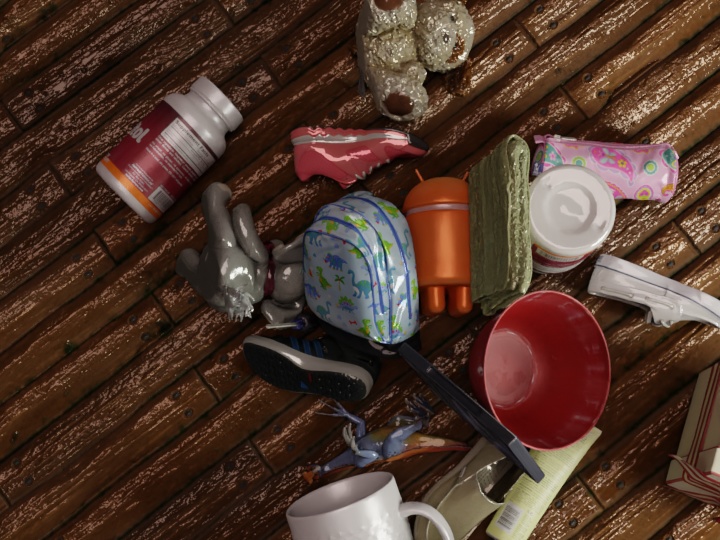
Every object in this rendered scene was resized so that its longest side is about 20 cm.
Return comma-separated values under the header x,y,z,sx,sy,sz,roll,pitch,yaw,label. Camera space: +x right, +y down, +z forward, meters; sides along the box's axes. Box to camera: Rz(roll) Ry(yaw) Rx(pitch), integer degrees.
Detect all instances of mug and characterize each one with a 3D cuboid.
x,y,z,sx,sy,sz,roll,pitch,yaw,label
0.023,0.360,1.186,0.198,0.148,0.177,-18,91,14,mug

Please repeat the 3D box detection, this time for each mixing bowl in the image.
x,y,z,sx,sy,sz,roll,pitch,yaw,label
0.215,0.130,1.226,0.198,0.108,0.202,2,85,-26,mixing bowl

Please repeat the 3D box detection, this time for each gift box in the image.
x,y,z,sx,sy,sz,roll,pitch,yaw,label
0.489,0.224,1.182,0.198,0.185,0.188,19,73,9,gift box

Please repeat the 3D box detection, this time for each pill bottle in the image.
x,y,z,sx,sy,sz,roll,pitch,yaw,label
0.257,-0.059,1.226,0.113,0.200,0.116,0,81,2,pill bottle
-0.264,-0.173,1.317,0.113,0.113,0.200,44,84,9,pill bottle

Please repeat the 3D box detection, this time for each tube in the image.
x,y,z,sx,sy,sz,roll,pitch,yaw,label
0.241,0.278,1.250,0.058,0.052,0.201,40,78,-33,tube

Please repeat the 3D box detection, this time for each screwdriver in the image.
x,y,z,sx,sy,sz,roll,pitch,yaw,label
-0.094,0.072,1.224,0.029,0.200,0.028,-14,85,17,screwdriver

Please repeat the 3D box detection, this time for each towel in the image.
x,y,z,sx,sy,sz,roll,pitch,yaw,label
0.173,-0.053,1.160,0.036,0.148,0.202,2,78,-14,towel

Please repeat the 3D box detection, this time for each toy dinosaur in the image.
x,y,z,sx,sy,sz,roll,pitch,yaw,label
0.018,0.244,1.247,0.200,0.105,0.182,43,103,-2,toy dinosaur

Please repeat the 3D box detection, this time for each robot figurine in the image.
x,y,z,sx,sy,sz,roll,pitch,yaw,label
0.116,-0.039,1.274,0.143,0.116,0.202,-7,80,30,robot figurine

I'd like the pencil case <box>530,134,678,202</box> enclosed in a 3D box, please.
x,y,z,sx,sy,sz,roll,pitch,yaw,label
0.334,-0.142,1.295,0.198,0.087,0.088,5,80,3,pencil case

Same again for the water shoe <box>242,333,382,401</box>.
x,y,z,sx,sy,sz,roll,pitch,yaw,label
-0.066,0.124,1.286,0.198,0.072,0.079,16,37,21,water shoe

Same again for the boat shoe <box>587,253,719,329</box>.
x,y,z,sx,sy,sz,roll,pitch,yaw,label
0.407,0.045,1.273,0.199,0.074,0.066,24,87,17,boat shoe

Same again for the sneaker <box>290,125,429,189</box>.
x,y,z,sx,sy,sz,roll,pitch,yaw,label
-0.002,-0.159,1.333,0.198,0.074,0.088,2,94,7,sneaker

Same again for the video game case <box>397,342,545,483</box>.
x,y,z,sx,sy,sz,roll,pitch,yaw,label
0.139,0.179,1.179,0.019,0.143,0.200,-47,52,-6,video game case

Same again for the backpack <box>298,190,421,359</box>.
x,y,z,sx,sy,sz,roll,pitch,yaw,label
0.000,0.000,1.206,0.162,0.153,0.202,25,115,37,backpack

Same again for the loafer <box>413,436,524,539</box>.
x,y,z,sx,sy,sz,roll,pitch,yaw,label
0.146,0.295,1.227,0.076,0.068,0.201,40,83,-20,loafer

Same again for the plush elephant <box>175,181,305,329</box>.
x,y,z,sx,sy,sz,roll,pitch,yaw,label
-0.137,-0.006,1.272,0.200,0.154,0.166,54,131,41,plush elephant

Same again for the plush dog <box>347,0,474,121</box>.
x,y,z,sx,sy,sz,roll,pitch,yaw,label
0.082,-0.326,1.331,0.170,0.160,0.202,-12,108,-13,plush dog
